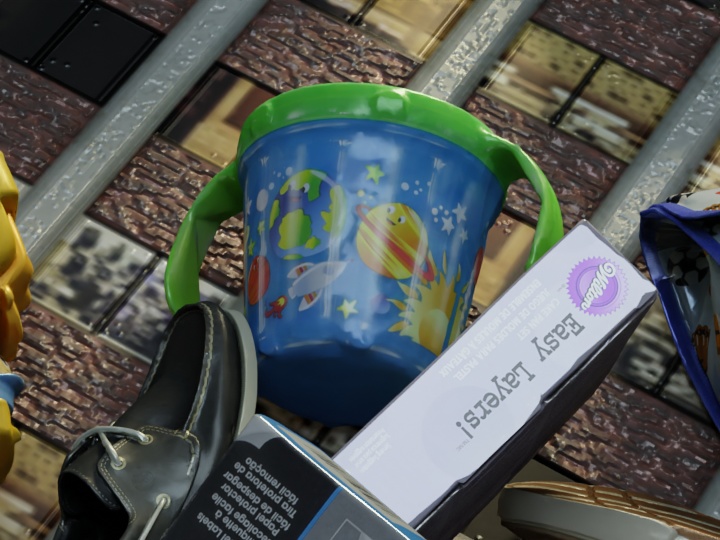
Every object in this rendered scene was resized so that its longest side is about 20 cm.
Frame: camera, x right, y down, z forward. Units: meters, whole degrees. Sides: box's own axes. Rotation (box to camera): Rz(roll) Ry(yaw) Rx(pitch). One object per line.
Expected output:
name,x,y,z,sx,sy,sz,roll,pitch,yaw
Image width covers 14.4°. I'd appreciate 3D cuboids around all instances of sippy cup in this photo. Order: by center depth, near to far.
sippy cup,0.000,0.000,1.359,0.139,0.178,0.131,21,59,-25

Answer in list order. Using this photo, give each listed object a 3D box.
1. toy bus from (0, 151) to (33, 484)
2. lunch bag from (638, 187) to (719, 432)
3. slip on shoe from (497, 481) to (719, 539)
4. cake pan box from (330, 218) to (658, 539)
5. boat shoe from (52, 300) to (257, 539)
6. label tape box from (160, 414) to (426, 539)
toy bus,-0.219,0.063,1.290,0.199,0.136,0.193,-24,71,-26
lunch bag,0.246,0.016,1.376,0.169,0.124,0.200,-11,40,-15
slip on shoe,0.153,0.144,1.301,0.199,0.076,0.061,14,96,15
cake pan box,0.039,0.077,1.229,0.200,0.184,0.052,-43,83,-12
boat shoe,-0.099,0.095,1.278,0.067,0.072,0.201,35,58,-28
label tape box,-0.038,0.179,1.066,0.144,0.063,0.200,37,90,28
